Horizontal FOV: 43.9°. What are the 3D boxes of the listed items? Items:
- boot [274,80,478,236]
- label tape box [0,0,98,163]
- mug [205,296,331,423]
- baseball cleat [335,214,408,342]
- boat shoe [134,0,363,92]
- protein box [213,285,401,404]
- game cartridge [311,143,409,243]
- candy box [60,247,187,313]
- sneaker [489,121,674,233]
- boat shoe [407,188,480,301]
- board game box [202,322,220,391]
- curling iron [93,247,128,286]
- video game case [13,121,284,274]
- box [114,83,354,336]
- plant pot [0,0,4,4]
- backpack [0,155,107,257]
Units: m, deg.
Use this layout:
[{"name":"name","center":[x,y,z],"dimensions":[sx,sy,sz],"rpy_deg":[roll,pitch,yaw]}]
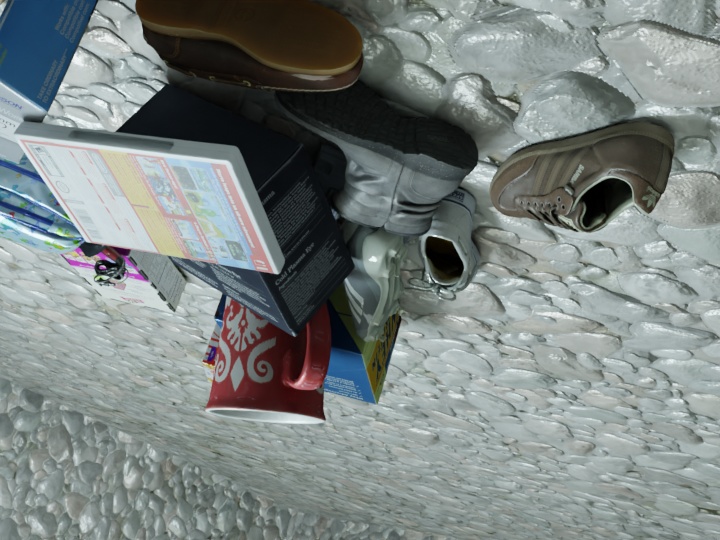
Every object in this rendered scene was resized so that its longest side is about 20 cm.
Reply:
[{"name":"boot","center":[-0.003,-0.097,0.824],"dimensions":[0.199,0.070,0.132],"rpy_deg":[24,142,-11]},{"name":"label tape box","center":[-0.269,-0.190,0.744],"dimensions":[0.066,0.144,0.200],"rpy_deg":[26,156,-25]},{"name":"mug","center":[-0.079,0.064,1.003],"dimensions":[0.176,0.202,0.133],"rpy_deg":[-5,162,31]},{"name":"baseball cleat","center":[0.000,0.000,0.991],"dimensions":[0.106,0.070,0.201],"rpy_deg":[32,146,16]},{"name":"boat shoe","center":[-0.087,-0.182,0.730],"dimensions":[0.199,0.071,0.071],"rpy_deg":[20,152,18]},{"name":"protein box","center":[-0.061,0.064,1.186],"dimensions":[0.197,0.136,0.200],"rpy_deg":[12,157,12]},{"name":"game cartridge","center":[-0.008,-0.064,0.987],"dimensions":[0.133,0.041,0.200],"rpy_deg":[25,157,-8]},{"name":"candy box","center":[-0.356,-0.014,1.325],"dimensions":[0.135,0.061,0.200],"rpy_deg":[12,156,14]},{"name":"sneaker","center":[0.179,-0.068,0.783],"dimensions":[0.070,0.076,0.200],"rpy_deg":[28,155,-25]},{"name":"boat shoe","center":[0.092,-0.006,0.977],"dimensions":[0.074,0.087,0.202],"rpy_deg":[14,157,9]},{"name":"board game box","center":[-0.186,0.103,1.351],"dimensions":[0.046,0.153,0.200],"rpy_deg":[17,158,2]},{"name":"curling iron","center":[-0.387,-0.047,1.218],"dimensions":[0.200,0.050,0.026],"rpy_deg":[41,174,20]},{"name":"video game case","center":[-0.171,-0.058,0.739],"dimensions":[0.198,0.018,0.143],"rpy_deg":[10,146,19]},{"name":"box","center":[-0.128,-0.060,0.885],"dimensions":[0.199,0.104,0.183],"rpy_deg":[28,157,33]},{"name":"plant pot","center":[-0.304,-0.282,0.610],"dimensions":[0.199,0.093,0.201],"rpy_deg":[21,151,12]},{"name":"backpack","center":[-0.400,-0.091,1.101],"dimensions":[0.200,0.154,0.163],"rpy_deg":[41,165,-21]}]
